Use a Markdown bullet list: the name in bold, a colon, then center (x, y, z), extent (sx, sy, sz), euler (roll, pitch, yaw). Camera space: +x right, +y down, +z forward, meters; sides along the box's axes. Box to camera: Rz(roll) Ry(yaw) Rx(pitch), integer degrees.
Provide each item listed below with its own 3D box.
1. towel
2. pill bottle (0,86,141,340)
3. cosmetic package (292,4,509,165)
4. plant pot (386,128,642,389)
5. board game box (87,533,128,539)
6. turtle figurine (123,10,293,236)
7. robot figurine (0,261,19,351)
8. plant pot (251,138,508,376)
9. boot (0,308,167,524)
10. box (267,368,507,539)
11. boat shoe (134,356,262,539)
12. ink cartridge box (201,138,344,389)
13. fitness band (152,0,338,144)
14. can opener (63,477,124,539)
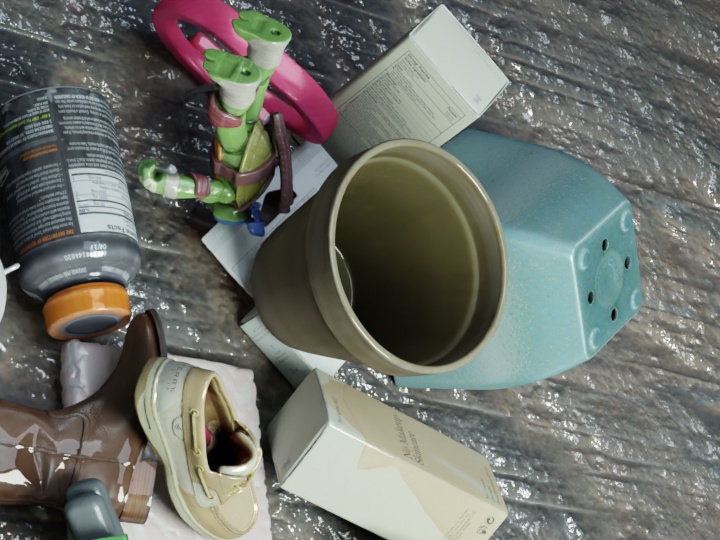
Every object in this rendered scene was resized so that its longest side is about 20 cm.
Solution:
- **towel**: center (-0.164, 0.165, 1.515), extent (0.191, 0.032, 0.201), euler (11, 61, -36)
- **pill bottle**: center (-0.245, -0.045, 1.512), extent (0.106, 0.106, 0.200), euler (2, 66, -38)
- **cosmetic package**: center (0.036, -0.156, 1.736), extent (0.104, 0.200, 0.073), euler (49, 45, -7)
- **plant pot**: center (0.150, -0.003, 1.695), extent (0.196, 0.200, 0.197), euler (-37, 125, -44)
- **board game box**: center (-0.262, 0.260, 1.317), extent (0.199, 0.023, 0.105), euler (-7, 69, -8)
- **turtle figurine**: center (-0.141, -0.136, 1.567), extent (0.144, 0.194, 0.200), euler (-19, 57, -33)
- **robot figurine**: center (-0.358, 0.012, 1.382), extent (0.200, 0.113, 0.170), euler (12, 94, -34)
- **plant pot**: center (0.000, 0.000, 1.568), extent (0.200, 0.173, 0.201), euler (9, 76, -38)
- **boot**: center (-0.258, 0.104, 1.424), extent (0.199, 0.064, 0.187), euler (10, 65, -17)
- **box**: center (0.023, 0.178, 1.596), extent (0.200, 0.078, 0.095), euler (29, 21, -26)
- **boat shoe**: center (-0.115, 0.149, 1.436), extent (0.200, 0.069, 0.074), euler (67, 35, -43)
- **ink cartridge box**: center (-0.050, -0.007, 1.695), extent (0.174, 0.044, 0.200), euler (48, 47, -6)
- **fitness band**: center (-0.108, -0.187, 1.676), extent (0.200, 0.144, 0.037), euler (39, 76, -12)
- **can opener**: center (-0.167, 0.251, 1.400), extent (0.053, 0.067, 0.200), euler (-108, 179, -71)
